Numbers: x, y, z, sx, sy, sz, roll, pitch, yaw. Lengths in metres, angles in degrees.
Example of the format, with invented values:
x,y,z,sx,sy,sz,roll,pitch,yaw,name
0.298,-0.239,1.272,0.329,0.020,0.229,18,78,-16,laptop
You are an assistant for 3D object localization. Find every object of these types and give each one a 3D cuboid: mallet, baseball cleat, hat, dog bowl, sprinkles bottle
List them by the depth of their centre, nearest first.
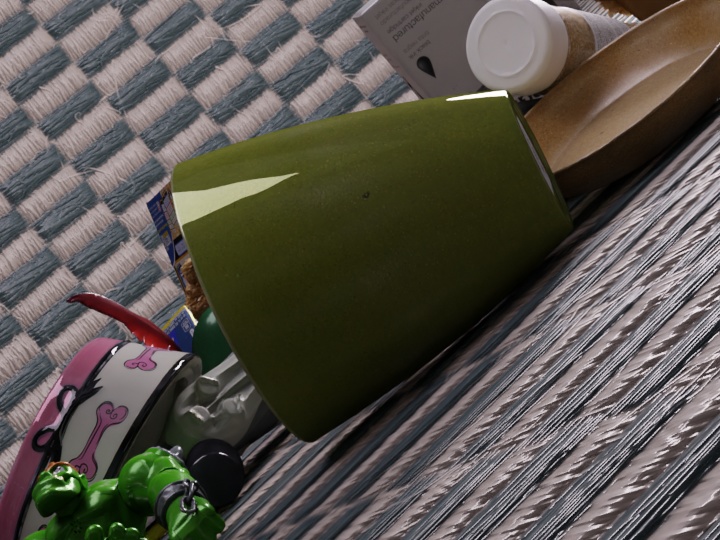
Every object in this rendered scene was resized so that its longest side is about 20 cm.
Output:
x,y,z,sx,sy,sz,roll,pitch,yaw,name
-0.152,0.193,1.499,0.200,0.041,0.066,-47,7,-8,mallet
-0.189,0.136,1.584,0.200,0.074,0.201,24,-90,-83,dog bowl
0.152,-0.154,1.597,0.068,0.068,0.200,-39,-20,26,sprinkles bottle
-0.078,0.092,1.631,0.200,0.070,0.107,-29,-25,-42,baseball cleat
-0.127,0.040,1.856,0.166,0.176,0.200,-41,4,-8,hat

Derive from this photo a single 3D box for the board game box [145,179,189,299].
x,y,z,sx,sy,sz,roll,pitch,yaw,name
-0.125,0.008,2.039,0.046,0.200,0.151,-22,-2,-19,board game box

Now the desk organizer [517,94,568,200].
x,y,z,sx,sy,sz,roll,pitch,yaw,name
0.097,-0.069,1.618,0.200,0.077,0.072,-6,66,57,desk organizer

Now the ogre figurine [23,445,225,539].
x,y,z,sx,sy,sz,roll,pitch,yaw,name
-0.169,0.180,1.389,0.200,0.098,0.120,-56,16,22,ogre figurine

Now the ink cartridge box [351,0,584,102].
x,y,z,sx,sy,sz,roll,pitch,yaw,name
0.113,-0.179,1.820,0.147,0.200,0.083,-41,7,0,ink cartridge box

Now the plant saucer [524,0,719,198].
x,y,z,sx,sy,sz,roll,pitch,yaw,name
0.172,-0.106,1.434,0.200,0.035,0.200,-36,15,11,plant saucer

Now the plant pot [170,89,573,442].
x,y,z,sx,sy,sz,roll,pitch,yaw,name
0.018,-0.024,1.334,0.200,0.187,0.187,-27,6,9,plant pot

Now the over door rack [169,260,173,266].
x,y,z,sx,sy,sz,roll,pitch,yaw,name
-0.079,-0.005,2.137,0.067,0.148,0.200,-45,6,-36,over door rack

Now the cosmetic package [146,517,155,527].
x,y,z,sx,sy,sz,roll,pitch,yaw,name
-0.222,0.202,1.780,0.200,0.071,0.101,-43,4,-34,cosmetic package

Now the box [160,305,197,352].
x,y,z,sx,sy,sz,roll,pitch,yaw,name
-0.184,0.125,1.978,0.200,0.070,0.064,-47,-35,21,box

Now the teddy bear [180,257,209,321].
x,y,z,sx,sy,sz,roll,pitch,yaw,name
-0.052,-0.008,1.891,0.200,0.067,0.145,-24,-32,23,teddy bear

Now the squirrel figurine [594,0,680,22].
x,y,z,sx,sy,sz,roll,pitch,yaw,name
0.249,-0.271,1.759,0.200,0.142,0.187,-5,19,38,squirrel figurine
